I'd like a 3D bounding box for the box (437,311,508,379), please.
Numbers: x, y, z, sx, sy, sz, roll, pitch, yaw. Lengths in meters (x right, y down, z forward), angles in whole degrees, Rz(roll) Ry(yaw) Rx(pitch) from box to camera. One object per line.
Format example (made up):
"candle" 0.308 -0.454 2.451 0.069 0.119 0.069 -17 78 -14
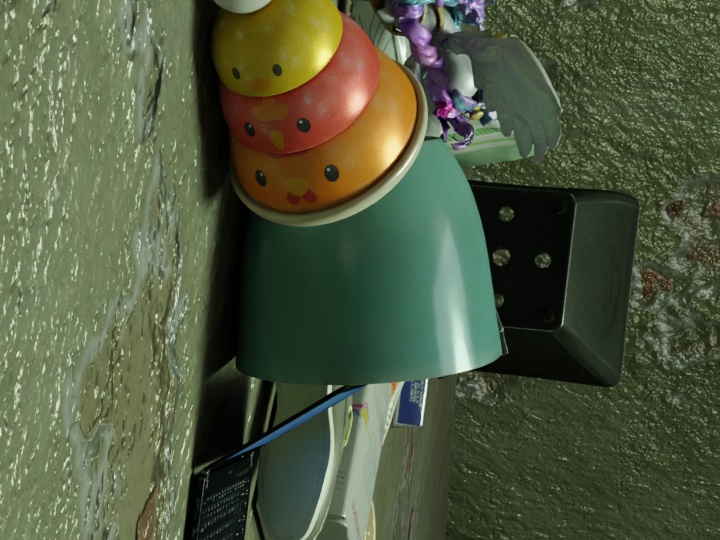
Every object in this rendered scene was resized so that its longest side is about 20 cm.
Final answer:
"box" 0.066 -0.014 1.431 0.141 0.078 0.202 68 3 -76

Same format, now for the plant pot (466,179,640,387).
"plant pot" 0.161 0.000 1.577 0.177 0.198 0.202 26 71 -68

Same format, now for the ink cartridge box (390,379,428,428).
"ink cartridge box" 0.035 0.074 1.726 0.200 0.040 0.202 165 -67 -73

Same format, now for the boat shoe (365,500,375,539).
"boat shoe" -0.025 0.313 1.627 0.069 0.073 0.203 78 19 -84

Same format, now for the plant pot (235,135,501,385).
"plant pot" 0.002 -0.016 1.151 0.201 0.198 0.163 -40 128 -79

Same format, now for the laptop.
"laptop" -0.058 0.176 1.159 0.177 0.102 0.203 15 81 -82

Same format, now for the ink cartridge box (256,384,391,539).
"ink cartridge box" -0.030 0.158 1.417 0.146 0.086 0.202 83 14 -58

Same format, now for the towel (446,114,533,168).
"towel" 0.068 -0.126 1.471 0.200 0.151 0.024 22 63 -60

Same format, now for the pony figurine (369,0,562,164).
"pony figurine" 0.071 -0.160 1.251 0.195 0.165 0.200 67 20 0

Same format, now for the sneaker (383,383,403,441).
"sneaker" 0.008 0.095 1.599 0.073 0.077 0.202 4 -105 55

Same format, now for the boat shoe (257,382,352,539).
"boat shoe" -0.040 0.136 1.303 0.060 0.071 0.204 40 46 -50

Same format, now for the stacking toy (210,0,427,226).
"stacking toy" -0.052 -0.138 1.001 0.201 0.144 0.147 58 35 -47

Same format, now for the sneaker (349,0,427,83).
"sneaker" 0.014 -0.218 1.488 0.075 0.086 0.202 -70 146 -74
